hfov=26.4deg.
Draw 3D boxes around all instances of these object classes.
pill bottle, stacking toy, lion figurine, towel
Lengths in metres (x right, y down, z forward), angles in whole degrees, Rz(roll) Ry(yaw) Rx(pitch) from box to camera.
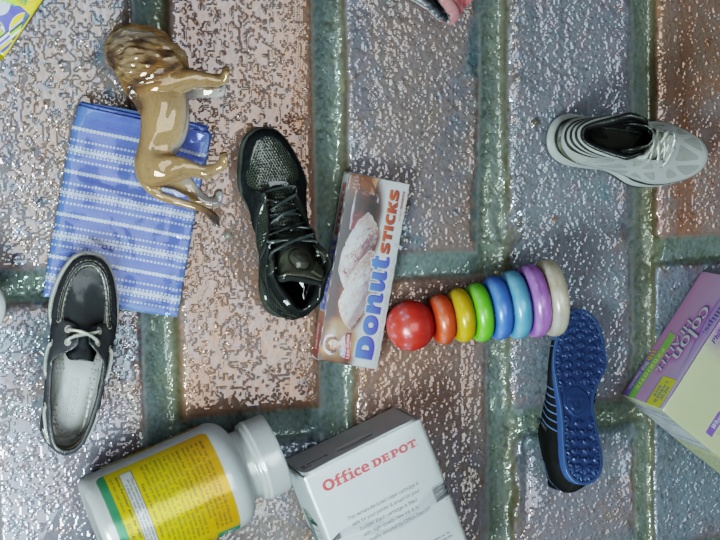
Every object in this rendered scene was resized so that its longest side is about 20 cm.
[{"bbox_3d":[-0.176,0.224,1.557,0.198,0.113,0.114,-23,102,-16],"label":"pill bottle"},{"bbox_3d":[0.123,0.043,1.666,0.197,0.085,0.087,-9,98,-12],"label":"stacking toy"},{"bbox_3d":[-0.192,-0.144,1.513,0.121,0.072,0.203,1,82,-11],"label":"lion figurine"},{"bbox_3d":[-0.234,-0.061,1.556,0.143,0.024,0.203,10,92,-19],"label":"towel"}]

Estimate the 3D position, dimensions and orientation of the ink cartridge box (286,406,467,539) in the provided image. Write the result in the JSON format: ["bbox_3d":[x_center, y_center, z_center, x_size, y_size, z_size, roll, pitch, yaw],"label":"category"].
[{"bbox_3d":[0.024,0.268,1.645,0.145,0.084,0.202,-24,102,-15],"label":"ink cartridge box"}]

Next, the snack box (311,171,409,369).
[{"bbox_3d":[0.000,0.000,1.642,0.071,0.024,0.203,9,92,-21],"label":"snack box"}]

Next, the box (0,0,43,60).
[{"bbox_3d":[-0.318,-0.306,1.482,0.070,0.064,0.201,34,83,-19],"label":"box"}]

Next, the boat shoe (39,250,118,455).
[{"bbox_3d":[-0.281,0.084,1.525,0.073,0.060,0.203,12,97,-17],"label":"boat shoe"}]

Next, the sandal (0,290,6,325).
[{"bbox_3d":[-0.423,0.084,1.495,0.082,0.050,0.203,43,94,-3],"label":"sandal"}]

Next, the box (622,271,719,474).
[{"bbox_3d":[0.437,0.134,1.769,0.199,0.097,0.177,37,83,-19],"label":"box"}]

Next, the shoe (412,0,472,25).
[{"bbox_3d":[0.056,-0.351,1.602,0.200,0.071,0.091,43,76,-22],"label":"shoe"}]

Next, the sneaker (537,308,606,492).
[{"bbox_3d":[0.230,0.147,1.719,0.069,0.078,0.203,10,71,-17],"label":"sneaker"}]

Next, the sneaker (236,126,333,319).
[{"bbox_3d":[-0.074,-0.047,1.567,0.075,0.114,0.202,-8,96,-19],"label":"sneaker"}]

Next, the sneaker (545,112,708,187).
[{"bbox_3d":[0.314,-0.130,1.690,0.198,0.115,0.077,5,94,-20],"label":"sneaker"}]
